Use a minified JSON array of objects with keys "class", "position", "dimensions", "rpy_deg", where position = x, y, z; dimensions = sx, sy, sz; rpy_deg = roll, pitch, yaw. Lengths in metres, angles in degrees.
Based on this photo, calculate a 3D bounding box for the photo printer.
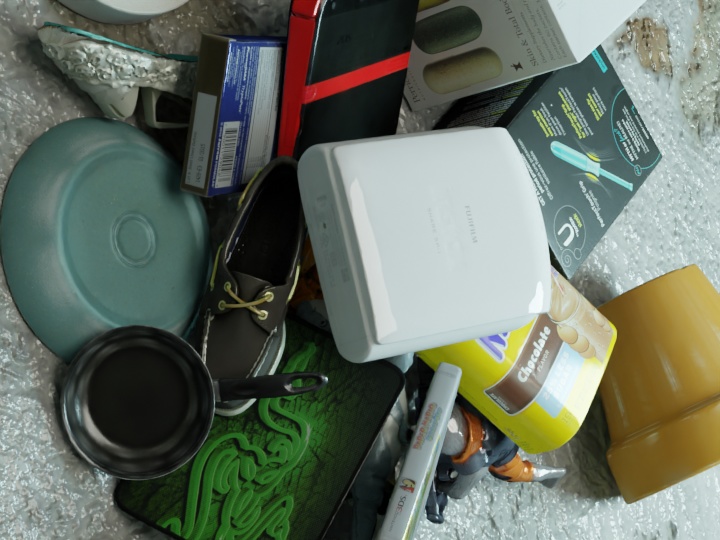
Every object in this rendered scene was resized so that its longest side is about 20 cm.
[{"class":"photo printer","position":[0.059,-0.026,1.344],"dimensions":[0.198,0.069,0.168],"rpy_deg":[-9,83,-34]}]

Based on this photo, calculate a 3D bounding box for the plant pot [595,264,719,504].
[{"class":"plant pot","position":[0.310,0.103,1.695],"dimensions":[0.199,0.200,0.185],"rpy_deg":[-15,76,-45]}]

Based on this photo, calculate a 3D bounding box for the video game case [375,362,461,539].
[{"class":"video game case","position":[0.033,0.202,1.384],"dimensions":[0.023,0.201,0.183],"rpy_deg":[18,47,5]}]

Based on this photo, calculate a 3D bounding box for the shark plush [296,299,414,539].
[{"class":"shark plush","position":[-0.010,0.124,1.375],"dimensions":[0.082,0.091,0.202],"rpy_deg":[3,84,-22]}]

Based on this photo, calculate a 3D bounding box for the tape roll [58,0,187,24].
[{"class":"tape roll","position":[-0.195,-0.296,1.365],"dimensions":[0.202,0.037,0.205],"rpy_deg":[10,75,-44]}]

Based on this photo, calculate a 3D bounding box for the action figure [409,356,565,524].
[{"class":"action figure","position":[0.110,0.117,1.543],"dimensions":[0.193,0.104,0.202],"rpy_deg":[-3,86,-54]}]

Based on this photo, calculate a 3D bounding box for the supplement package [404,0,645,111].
[{"class":"supplement package","position":[0.123,-0.260,1.557],"dimensions":[0.151,0.199,0.153],"rpy_deg":[-42,111,-40]}]

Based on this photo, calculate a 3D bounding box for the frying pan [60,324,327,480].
[{"class":"frying pan","position":[-0.132,0.078,1.288],"dimensions":[0.189,0.031,0.116],"rpy_deg":[-29,98,-2]}]

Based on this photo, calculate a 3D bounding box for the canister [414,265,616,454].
[{"class":"canister","position":[0.114,0.041,1.467],"dimensions":[0.200,0.086,0.149],"rpy_deg":[42,56,-21]}]

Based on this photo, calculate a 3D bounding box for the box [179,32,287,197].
[{"class":"box","position":[-0.076,-0.127,1.398],"dimensions":[0.200,0.032,0.123],"rpy_deg":[-12,114,-63]}]

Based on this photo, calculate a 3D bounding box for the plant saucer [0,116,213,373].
[{"class":"plant saucer","position":[-0.181,-0.021,1.325],"dimensions":[0.199,0.036,0.202],"rpy_deg":[11,75,-44]}]

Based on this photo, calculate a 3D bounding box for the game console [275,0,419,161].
[{"class":"game console","position":[-0.011,-0.171,1.453],"dimensions":[0.200,0.031,0.179],"rpy_deg":[-28,134,-58]}]

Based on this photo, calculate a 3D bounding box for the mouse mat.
[{"class":"mouse mat","position":[-0.075,0.127,1.323],"dimensions":[0.201,0.160,0.008],"rpy_deg":[-61,167,-21]}]

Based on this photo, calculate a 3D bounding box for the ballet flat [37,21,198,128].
[{"class":"ballet flat","position":[-0.164,-0.144,1.346],"dimensions":[0.199,0.071,0.073],"rpy_deg":[6,78,-46]}]

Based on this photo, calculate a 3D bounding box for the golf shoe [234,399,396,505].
[{"class":"golf shoe","position":[-0.035,0.125,1.415],"dimensions":[0.200,0.077,0.089],"rpy_deg":[38,52,-33]}]

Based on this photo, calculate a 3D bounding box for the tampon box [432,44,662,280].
[{"class":"tampon box","position":[0.159,-0.099,1.613],"dimensions":[0.200,0.126,0.151],"rpy_deg":[-48,114,-38]}]

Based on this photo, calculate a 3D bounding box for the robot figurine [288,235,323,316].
[{"class":"robot figurine","position":[0.000,0.000,1.483],"dimensions":[0.145,0.058,0.201],"rpy_deg":[53,51,-25]}]

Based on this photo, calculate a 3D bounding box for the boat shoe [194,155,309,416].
[{"class":"boat shoe","position":[-0.084,0.009,1.332],"dimensions":[0.061,0.071,0.203],"rpy_deg":[84,21,-73]}]
